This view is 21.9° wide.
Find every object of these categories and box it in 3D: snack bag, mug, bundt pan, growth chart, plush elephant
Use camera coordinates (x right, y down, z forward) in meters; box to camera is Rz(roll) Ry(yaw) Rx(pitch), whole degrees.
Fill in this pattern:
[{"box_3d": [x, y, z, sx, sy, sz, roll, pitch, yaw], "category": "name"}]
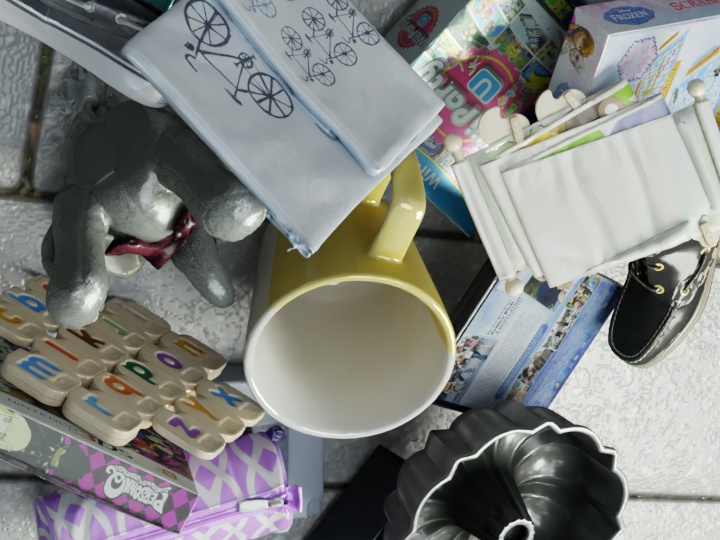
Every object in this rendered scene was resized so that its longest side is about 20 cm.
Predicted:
[{"box_3d": [-0.048, -0.127, 1.236, 0.189, 0.021, 0.200, 48, 44, -4], "category": "snack bag"}, {"box_3d": [0.001, 0.008, 1.350, 0.186, 0.153, 0.149, -33, 123, 18], "category": "mug"}, {"box_3d": [0.103, 0.185, 1.433, 0.201, 0.076, 0.203, -12, 121, -21], "category": "bundt pan"}, {"box_3d": [0.169, -0.063, 1.319, 0.199, 0.018, 0.145, -14, 98, 5], "category": "growth chart"}, {"box_3d": [-0.137, -0.039, 1.302, 0.164, 0.200, 0.155, -34, 143, 8], "category": "plush elephant"}]

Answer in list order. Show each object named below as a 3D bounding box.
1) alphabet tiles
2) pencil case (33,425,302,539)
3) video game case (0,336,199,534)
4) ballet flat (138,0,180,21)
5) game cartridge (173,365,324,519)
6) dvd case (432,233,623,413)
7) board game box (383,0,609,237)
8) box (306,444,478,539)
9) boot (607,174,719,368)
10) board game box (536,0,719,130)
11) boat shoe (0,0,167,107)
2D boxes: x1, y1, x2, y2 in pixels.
[{"box_3d": [-0.167, 0.067, 1.290, 0.195, 0.200, 0.015, 31, 109, 8], "category": "alphabet tiles"}, {"box_3d": [-0.143, 0.183, 1.379, 0.199, 0.086, 0.084, -16, 117, -16], "category": "pencil case"}, {"box_3d": [-0.205, 0.103, 1.271, 0.181, 0.200, 0.036, 27, 94, -13], "category": "video game case"}, {"box_3d": [-0.116, -0.247, 1.272, 0.072, 0.072, 0.201, 8, 109, -25], "category": "ballet flat"}, {"box_3d": [-0.124, 0.142, 1.438, 0.199, 0.041, 0.134, -6, 116, -21], "category": "game cartridge"}, {"box_3d": [0.123, 0.051, 1.435, 0.143, 0.018, 0.200, -57, 148, 8], "category": "dvd case"}, {"box_3d": [0.095, -0.147, 1.388, 0.200, 0.064, 0.147, -47, 124, 5], "category": "board game box"}, {"box_3d": [0.017, 0.265, 1.522, 0.141, 0.079, 0.200, 35, 94, -35], "category": "box"}, {"box_3d": [0.216, -0.019, 1.414, 0.150, 0.073, 0.200, 6, 119, -49], "category": "boot"}, {"box_3d": [0.217, -0.118, 1.412, 0.199, 0.041, 0.200, -14, 135, -36], "category": "board game box"}, {"box_3d": [-0.196, -0.187, 1.226, 0.200, 0.072, 0.068, 33, 113, -7], "category": "boat shoe"}]
